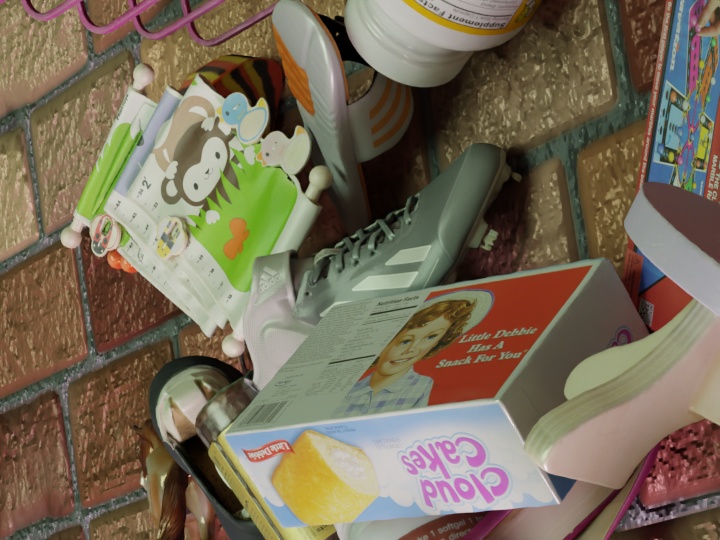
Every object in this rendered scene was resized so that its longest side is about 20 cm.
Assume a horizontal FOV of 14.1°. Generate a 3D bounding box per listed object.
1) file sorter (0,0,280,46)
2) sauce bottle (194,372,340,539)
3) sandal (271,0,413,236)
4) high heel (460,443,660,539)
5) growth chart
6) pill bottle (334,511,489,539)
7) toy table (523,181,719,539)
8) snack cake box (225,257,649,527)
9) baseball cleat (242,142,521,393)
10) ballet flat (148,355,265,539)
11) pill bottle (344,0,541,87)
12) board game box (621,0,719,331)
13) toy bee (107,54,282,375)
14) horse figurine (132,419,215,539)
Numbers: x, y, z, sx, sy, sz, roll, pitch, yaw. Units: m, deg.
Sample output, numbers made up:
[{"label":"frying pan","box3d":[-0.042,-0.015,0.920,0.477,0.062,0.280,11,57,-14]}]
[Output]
[{"label":"file sorter","box3d":[-0.136,-0.218,1.715,0.125,0.199,0.140,-26,69,37]},{"label":"sauce bottle","box3d":[-0.018,0.151,1.648,0.200,0.065,0.065,56,140,17]},{"label":"sandal","box3d":[-0.003,-0.094,1.642,0.079,0.059,0.207,61,172,28]},{"label":"high heel","box3d":[0.089,0.142,1.437,0.067,0.200,0.096,43,145,-2]},{"label":"growth chart","box3d":[-0.096,-0.042,1.706,0.200,0.018,0.145,34,108,43]},{"label":"pill bottle","box3d":[0.057,0.187,1.539,0.201,0.112,0.112,63,142,34]},{"label":"toy table","box3d":[0.169,0.053,1.295,0.118,0.183,0.200,-64,26,15]},{"label":"snack cake box","box3d":[0.041,0.065,1.484,0.199,0.115,0.067,-10,119,45]},{"label":"baseball cleat","box3d":[0.000,0.000,1.598,0.201,0.106,0.070,-59,3,21]},{"label":"ballet flat","box3d":[-0.081,0.103,1.759,0.200,0.073,0.073,53,136,42]},{"label":"pill bottle","box3d":[0.063,-0.185,1.506,0.200,0.104,0.105,-55,47,46]},{"label":"board game box","box3d":[0.175,-0.059,1.411,0.103,0.019,0.201,31,119,53]},{"label":"toy bee","box3d":[-0.099,-0.033,1.788,0.131,0.108,0.201,-26,71,55]},{"label":"horse figurine","box3d":[-0.117,0.156,1.856,0.200,0.050,0.133,127,140,-83]}]
